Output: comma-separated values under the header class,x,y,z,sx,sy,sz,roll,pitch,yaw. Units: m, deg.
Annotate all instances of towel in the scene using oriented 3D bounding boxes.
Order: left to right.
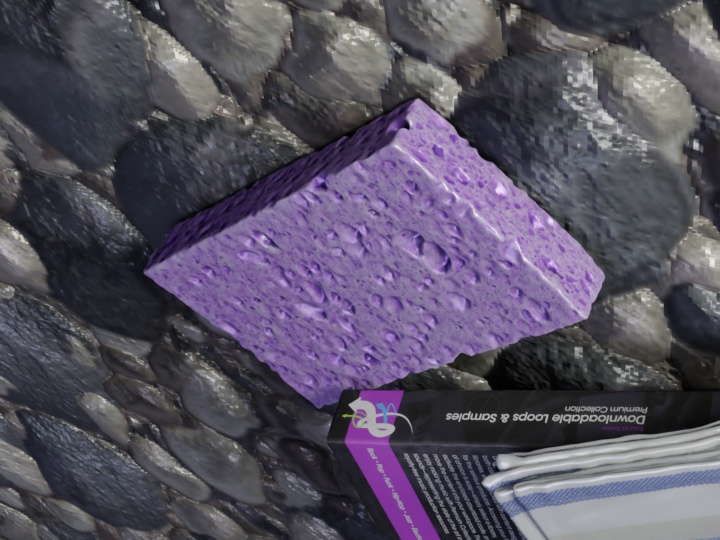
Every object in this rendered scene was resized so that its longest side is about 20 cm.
class,x,y,z,sx,sy,sz,roll,pitch,yaw
towel,0.158,0.130,0.841,0.146,0.024,0.200,-11,136,29

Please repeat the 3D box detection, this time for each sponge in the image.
class,x,y,z,sx,sy,sz,roll,pitch,yaw
sponge,0.000,0.000,0.835,0.111,0.030,0.199,40,146,-19

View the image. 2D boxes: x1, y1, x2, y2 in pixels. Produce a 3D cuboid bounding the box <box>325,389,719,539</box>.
class,x,y,z,sx,sy,sz,roll,pitch,yaw
box,0.100,0.108,0.885,0.198,0.036,0.143,0,140,25
